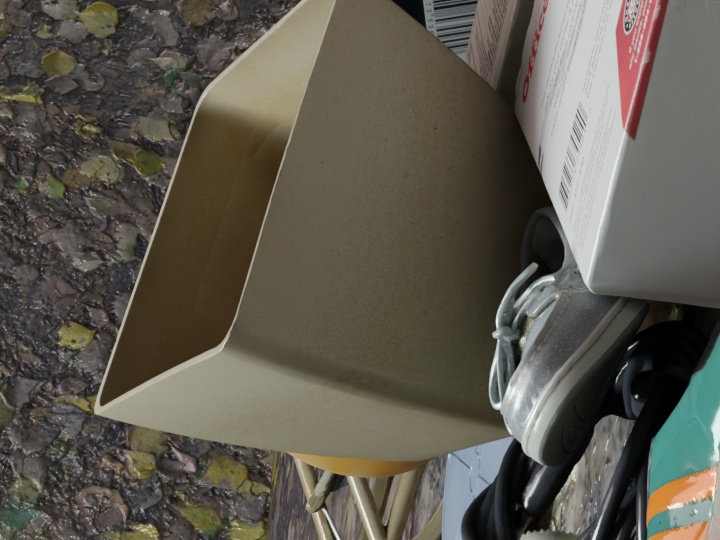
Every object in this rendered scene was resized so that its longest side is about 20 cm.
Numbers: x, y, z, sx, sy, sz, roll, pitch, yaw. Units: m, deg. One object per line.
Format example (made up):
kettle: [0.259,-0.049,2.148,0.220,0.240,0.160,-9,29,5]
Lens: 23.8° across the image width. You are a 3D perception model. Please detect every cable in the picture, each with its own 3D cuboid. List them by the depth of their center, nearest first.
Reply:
cable: [0.107,0.095,0.769,0.163,0.051,0.200,-55,5,-38]

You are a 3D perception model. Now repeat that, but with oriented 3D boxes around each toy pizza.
toy pizza: [0.088,0.133,1.104,0.200,0.032,0.202,-172,90,-83]

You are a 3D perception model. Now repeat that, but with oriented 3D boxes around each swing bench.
swing bench: [0.002,0.176,1.402,0.199,0.129,0.201,115,156,-67]

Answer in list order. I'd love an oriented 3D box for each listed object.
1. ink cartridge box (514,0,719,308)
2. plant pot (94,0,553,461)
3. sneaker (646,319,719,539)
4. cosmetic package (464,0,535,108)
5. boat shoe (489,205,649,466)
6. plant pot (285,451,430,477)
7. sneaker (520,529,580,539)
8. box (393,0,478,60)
ink cartridge box: [0.132,-0.093,0.734,0.200,0.082,0.148,-98,16,-64]
plant pot: [0.000,0.000,0.880,0.200,0.176,0.201,-28,42,61]
sneaker: [0.134,0.102,0.607,0.080,0.071,0.201,-119,44,-80]
cosmetic package: [0.117,-0.160,0.915,0.104,0.087,0.201,-95,15,-56]
boat shoe: [0.085,0.020,0.737,0.075,0.064,0.202,-68,-7,26]
plant pot: [0.017,0.013,1.208,0.184,0.199,0.201,121,158,-44]
sneaker: [0.079,0.232,0.917,0.201,0.069,0.100,103,168,-47]
box: [0.053,-0.194,1.150,0.197,0.123,0.201,-108,9,-70]
